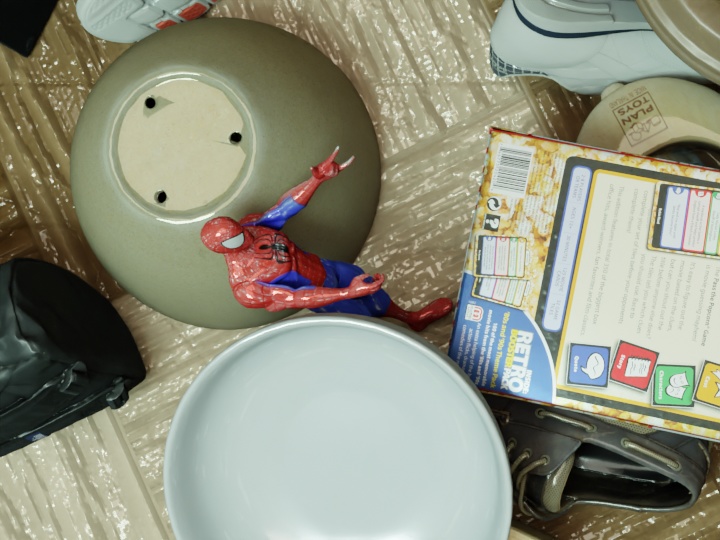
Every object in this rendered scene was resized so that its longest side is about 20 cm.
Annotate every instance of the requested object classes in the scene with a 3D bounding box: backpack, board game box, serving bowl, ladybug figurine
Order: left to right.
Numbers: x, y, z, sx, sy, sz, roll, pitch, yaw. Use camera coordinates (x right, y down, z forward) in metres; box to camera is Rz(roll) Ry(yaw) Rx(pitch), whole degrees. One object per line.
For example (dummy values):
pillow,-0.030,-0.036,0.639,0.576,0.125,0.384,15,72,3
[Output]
backpack,-0.262,0.065,1.021,0.200,0.163,0.154,-37,74,10
serving bowl,-0.009,0.115,0.943,0.199,0.066,0.202,3,105,10
board game box,0.158,0.011,0.942,0.199,0.046,0.153,12,91,11
ladybug figurine,0.202,-0.025,0.997,0.135,0.072,0.201,-27,84,6

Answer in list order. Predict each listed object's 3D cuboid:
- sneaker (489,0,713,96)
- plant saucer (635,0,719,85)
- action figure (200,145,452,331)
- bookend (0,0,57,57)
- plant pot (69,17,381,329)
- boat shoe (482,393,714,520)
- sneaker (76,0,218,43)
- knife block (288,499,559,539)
sneaker,0.178,-0.144,1.015,0.199,0.081,0.077,7,53,-9
plant saucer,0.245,-0.193,0.918,0.199,0.029,0.202,0,81,2
action figure,0.000,0.000,0.951,0.099,0.199,0.066,-31,52,35
bookend,-0.266,-0.277,1.068,0.199,0.092,0.200,28,90,10
plant pot,-0.093,-0.066,1.009,0.199,0.134,0.202,0,86,7
boat shoe,0.112,0.105,0.987,0.199,0.074,0.075,1,127,8
sneaker,-0.111,-0.232,1.068,0.200,0.077,0.082,-42,55,2
knife block,0.005,0.138,1.016,0.199,0.064,0.177,-22,84,6
